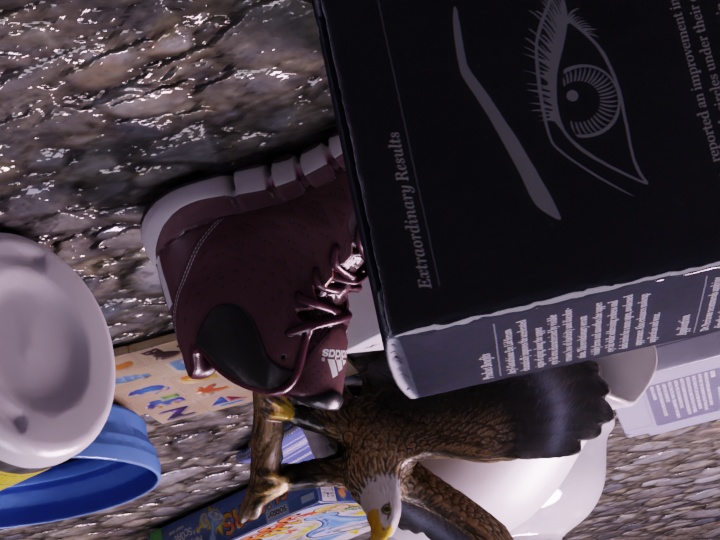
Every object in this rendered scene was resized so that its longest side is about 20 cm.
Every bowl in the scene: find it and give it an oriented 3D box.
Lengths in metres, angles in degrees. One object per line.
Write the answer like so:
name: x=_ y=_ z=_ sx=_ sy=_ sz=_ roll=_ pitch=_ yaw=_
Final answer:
bowl: x=0.089 y=0.162 z=1.468 sx=0.199 sy=0.091 sz=0.201 roll=-9 pitch=164 yaw=-3
bowl: x=-0.221 y=0.119 z=1.264 sx=0.198 sy=0.040 sz=0.201 roll=-7 pitch=163 yaw=-2

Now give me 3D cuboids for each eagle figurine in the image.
eagle figurine: x=0.033 y=0.109 z=1.175 sx=0.198 sy=0.152 sz=0.152 roll=6 pitch=154 yaw=0

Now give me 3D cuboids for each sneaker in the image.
sneaker: x=0.000 y=0.000 z=0.934 sx=0.198 sy=0.117 sz=0.076 roll=-19 pitch=161 yaw=22

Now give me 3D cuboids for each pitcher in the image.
pitcher: x=0.101 y=0.083 z=1.285 sx=0.200 sy=0.122 sz=0.171 roll=-40 pitch=164 yaw=35

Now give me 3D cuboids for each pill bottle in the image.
pill bottle: x=-0.220 y=0.066 z=1.001 sx=0.199 sy=0.112 sz=0.111 roll=-24 pitch=159 yaw=35

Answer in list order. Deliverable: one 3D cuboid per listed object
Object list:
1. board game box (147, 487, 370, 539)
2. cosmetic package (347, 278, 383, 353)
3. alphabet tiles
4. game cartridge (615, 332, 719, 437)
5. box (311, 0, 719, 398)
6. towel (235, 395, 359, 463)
board game box: x=-0.052 y=0.191 z=1.622 sx=0.135 sy=0.035 sz=0.199 roll=5 pitch=155 yaw=-44
cosmetic package: x=0.098 y=-0.010 z=1.044 sx=0.150 sy=0.052 sz=0.199 roll=-25 pitch=166 yaw=40
alphabet tiles: x=-0.112 y=0.065 z=1.243 sx=0.198 sy=0.008 sz=0.167 roll=-14 pitch=163 yaw=8
game cartridge: x=0.235 y=0.069 z=1.438 sx=0.132 sy=0.041 sz=0.200 roll=-11 pitch=163 yaw=8
box: x=0.092 y=-0.051 z=0.790 sx=0.198 sy=0.149 sz=0.104 roll=-12 pitch=163 yaw=3
towel: x=0.030 y=0.105 z=1.444 sx=0.198 sy=0.024 sz=0.145 roll=-1 pitch=162 yaw=-27
